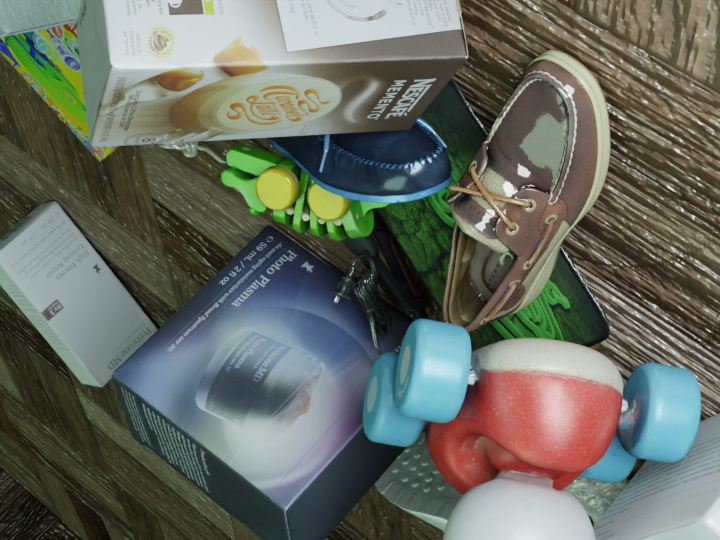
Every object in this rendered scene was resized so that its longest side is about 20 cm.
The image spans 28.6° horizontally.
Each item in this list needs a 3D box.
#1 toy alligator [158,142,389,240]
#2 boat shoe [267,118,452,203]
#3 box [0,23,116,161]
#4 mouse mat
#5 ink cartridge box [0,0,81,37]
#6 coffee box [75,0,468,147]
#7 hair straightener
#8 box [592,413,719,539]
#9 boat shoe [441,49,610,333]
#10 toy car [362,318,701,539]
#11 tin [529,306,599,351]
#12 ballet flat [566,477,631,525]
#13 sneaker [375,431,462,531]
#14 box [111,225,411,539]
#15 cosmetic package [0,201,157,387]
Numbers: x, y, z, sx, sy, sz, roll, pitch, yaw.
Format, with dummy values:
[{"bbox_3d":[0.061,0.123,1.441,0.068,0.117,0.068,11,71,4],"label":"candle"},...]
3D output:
[{"bbox_3d":[-0.055,-0.056,0.994,0.199,0.059,0.055,12,116,21],"label":"toy alligator"},{"bbox_3d":[-0.017,-0.099,0.934,0.200,0.084,0.069,26,131,47],"label":"boat shoe"},{"bbox_3d":[-0.182,-0.206,0.992,0.193,0.122,0.200,48,156,-9],"label":"box"},{"bbox_3d":[0.074,-0.021,0.952,0.200,0.008,0.161,56,150,1],"label":"mouse mat"},{"bbox_3d":[-0.166,-0.246,0.818,0.199,0.047,0.199,-7,113,22],"label":"ink cartridge box"},{"bbox_3d":[-0.053,-0.131,0.802,0.114,0.199,0.080,135,128,-68],"label":"coffee box"},{"bbox_3d":[0.000,0.000,1.081,0.041,0.077,0.200,19,145,40],"label":"hair straightener"},{"bbox_3d":[0.272,0.194,0.887,0.199,0.131,0.200,44,156,2],"label":"box"},{"bbox_3d":[0.089,-0.037,0.843,0.072,0.072,0.200,41,140,21],"label":"boat shoe"},{"bbox_3d":[0.096,0.153,0.894,0.183,0.201,0.177,12,162,-10],"label":"toy car"},{"bbox_3d":[0.119,0.064,1.042,0.112,0.042,0.200,30,152,22],"label":"tin"},{"bbox_3d":[0.154,0.185,1.147,0.200,0.072,0.072,3,133,57],"label":"ballet flat"},{"bbox_3d":[0.086,0.214,1.299,0.200,0.076,0.081,27,160,38],"label":"sneaker"},{"bbox_3d":[-0.065,0.102,1.201,0.198,0.200,0.123,34,153,22],"label":"box"},{"bbox_3d":[-0.337,0.029,1.643,0.200,0.102,0.074,52,156,-19],"label":"cosmetic package"}]
